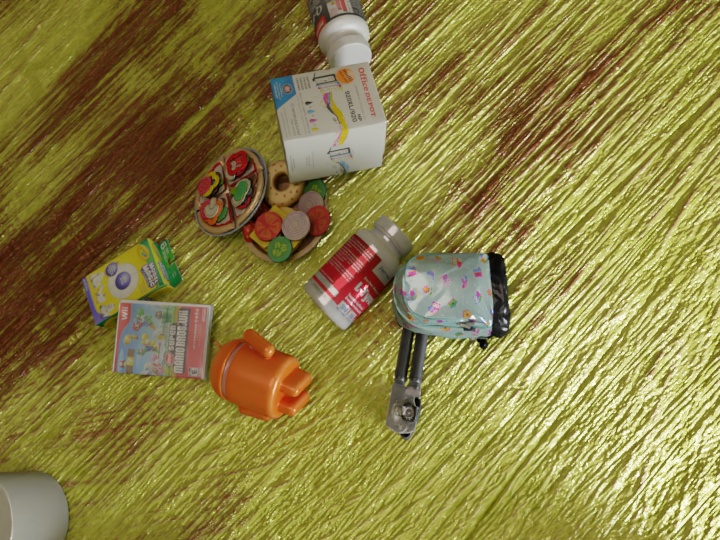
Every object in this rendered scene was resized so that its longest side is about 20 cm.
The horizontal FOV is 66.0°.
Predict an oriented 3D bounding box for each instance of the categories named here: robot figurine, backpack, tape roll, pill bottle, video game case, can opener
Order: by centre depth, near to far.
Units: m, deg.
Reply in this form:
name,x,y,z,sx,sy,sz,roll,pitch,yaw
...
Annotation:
name,x,y,z,sx,sy,sz,roll,pitch,yaw
backpack,0.150,0.038,0.948,0.195,0.127,0.171,0,66,-1
can opener,0.086,0.190,0.975,0.052,0.067,0.204,5,61,15
robot figurine,-0.187,0.191,1.002,0.196,0.145,0.118,15,60,18
pill bottle,0.000,0.000,1.017,0.200,0.112,0.112,-45,68,-3
tape roll,-0.669,0.479,1.021,0.198,0.139,0.208,-4,72,12
video game case,-0.393,0.135,1.101,0.195,0.017,0.147,3,84,9
pill bottle,-0.045,-0.530,1.192,0.113,0.116,0.204,-18,69,7

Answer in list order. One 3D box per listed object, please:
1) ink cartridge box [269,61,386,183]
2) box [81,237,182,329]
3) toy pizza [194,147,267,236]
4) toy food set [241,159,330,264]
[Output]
name,x,y,z,sx,sy,sz,roll,pitch,yaw
ink cartridge box,-0.061,-0.286,1.081,0.195,0.145,0.150,-12,69,-7
box,-0.478,0.022,1.166,0.197,0.048,0.119,-30,69,2
toy pizza,-0.278,-0.169,1.156,0.196,0.032,0.205,-12,65,26
toy food set,-0.153,-0.113,1.125,0.197,0.049,0.201,36,84,21
